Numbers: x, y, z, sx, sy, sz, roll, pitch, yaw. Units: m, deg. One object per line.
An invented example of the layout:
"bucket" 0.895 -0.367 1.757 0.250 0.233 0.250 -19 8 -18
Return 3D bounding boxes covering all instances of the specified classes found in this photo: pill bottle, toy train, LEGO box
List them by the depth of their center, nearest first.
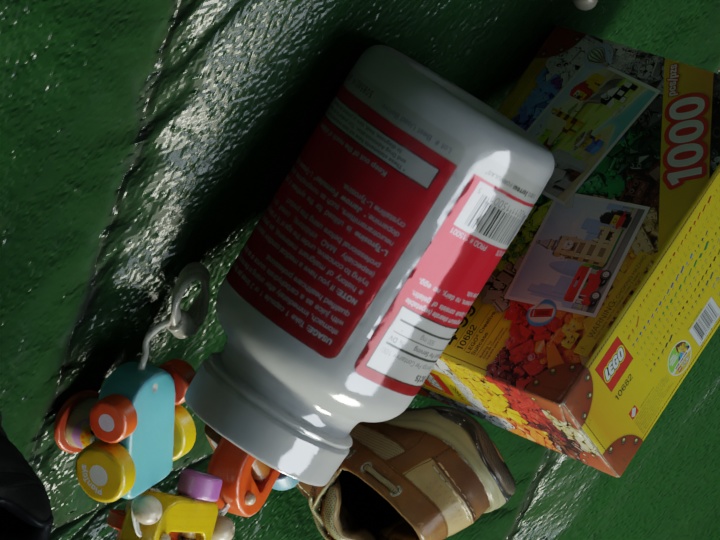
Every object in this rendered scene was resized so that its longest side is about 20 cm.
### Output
"pill bottle" 0.000 0.000 1.471 0.201 0.112 0.112 -58 153 7
"LEGO box" 0.116 -0.013 1.546 0.201 0.148 0.077 -55 138 -16
"toy train" -0.096 0.084 1.547 0.151 0.055 0.200 -64 151 -24

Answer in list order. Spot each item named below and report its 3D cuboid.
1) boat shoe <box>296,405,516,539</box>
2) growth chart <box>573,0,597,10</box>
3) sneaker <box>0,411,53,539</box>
"boat shoe" 0.004 0.113 1.614 0.074 0.076 0.200 -41 -165 -22
"growth chart" 0.185 -0.202 1.491 0.199 0.018 0.145 -17 147 10
"sneaker" -0.228 0.129 1.364 0.199 0.091 0.076 -30 152 -28
